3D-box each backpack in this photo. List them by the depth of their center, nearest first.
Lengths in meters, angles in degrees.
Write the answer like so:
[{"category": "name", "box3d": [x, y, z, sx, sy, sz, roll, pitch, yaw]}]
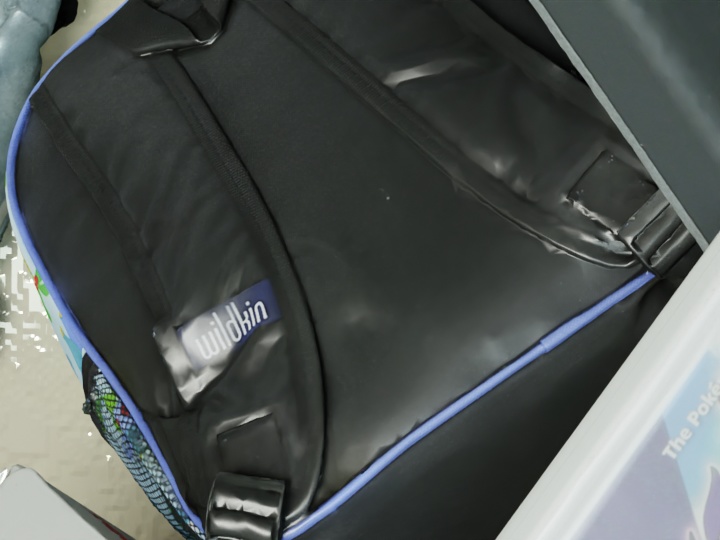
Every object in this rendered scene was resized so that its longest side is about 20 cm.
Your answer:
[{"category": "backpack", "box3d": [0.000, 0.000, 0.746, 0.183, 0.200, 0.147, -36, 144, -5]}]

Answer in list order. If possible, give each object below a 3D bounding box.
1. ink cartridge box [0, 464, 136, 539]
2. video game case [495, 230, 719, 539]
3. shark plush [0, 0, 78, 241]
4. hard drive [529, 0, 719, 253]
[{"category": "ink cartridge box", "box3d": [-0.024, 0.154, 0.707, 0.200, 0.144, 0.085, 41, 83, -38]}, {"category": "video game case", "box3d": [0.120, 0.094, 0.631, 0.182, 0.023, 0.200, 36, 92, -18]}, {"category": "shark plush", "box3d": [-0.125, -0.023, 0.789, 0.091, 0.083, 0.200, 40, 99, -9]}, {"category": "hard drive", "box3d": [0.112, -0.073, 0.656, 0.200, 0.033, 0.140, 53, 52, -18]}]
